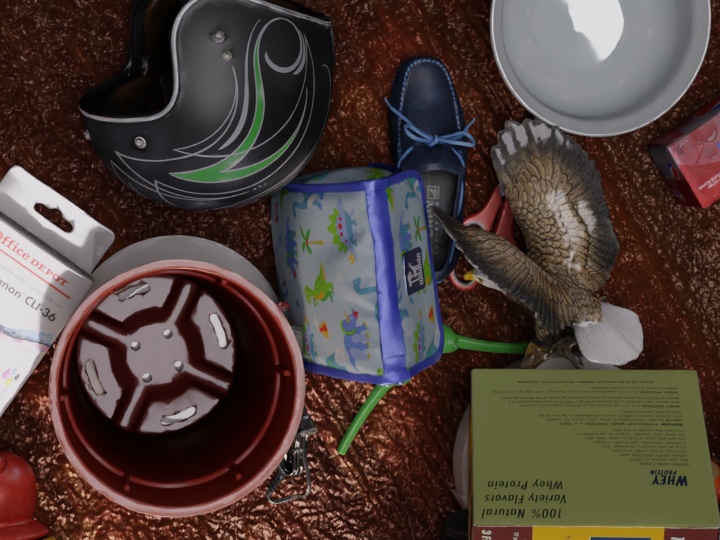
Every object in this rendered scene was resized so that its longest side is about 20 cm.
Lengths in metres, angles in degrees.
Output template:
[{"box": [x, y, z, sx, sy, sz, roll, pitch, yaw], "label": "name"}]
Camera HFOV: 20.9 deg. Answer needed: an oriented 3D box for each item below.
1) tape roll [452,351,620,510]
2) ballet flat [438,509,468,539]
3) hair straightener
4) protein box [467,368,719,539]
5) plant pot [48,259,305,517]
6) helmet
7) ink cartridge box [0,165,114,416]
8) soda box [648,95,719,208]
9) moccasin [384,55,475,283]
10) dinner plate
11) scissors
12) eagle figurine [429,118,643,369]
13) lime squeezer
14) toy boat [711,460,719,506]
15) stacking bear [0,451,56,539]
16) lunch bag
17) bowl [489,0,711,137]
[{"box": [0.183, 0.175, 1.783, 0.202, 0.037, 0.204, -1, 96, -12], "label": "tape roll"}, {"box": [0.160, 0.259, 1.709, 0.066, 0.199, 0.057, -44, 138, -43], "label": "ballet flat"}, {"box": [-0.067, 0.128, 1.680, 0.041, 0.077, 0.201, -8, 125, -19], "label": "hair straightener"}, {"box": [0.189, 0.196, 1.627, 0.197, 0.200, 0.135, 0, 125, 3], "label": "protein box"}, {"box": [-0.158, 0.082, 1.601, 0.200, 0.195, 0.202, -1, 96, -10], "label": "plant pot"}, {"box": [-0.125, -0.144, 1.614, 0.199, 0.200, 0.192, 18, 100, -12], "label": "helmet"}, {"box": [-0.306, 0.022, 1.652, 0.116, 0.067, 0.200, 35, 89, -11], "label": "ink cartridge box"}, {"box": [0.364, -0.139, 1.773, 0.200, 0.063, 0.070, -34, 100, -6], "label": "soda box"}, {"box": [0.069, -0.090, 1.713, 0.080, 0.068, 0.201, -8, 92, -6], "label": "moccasin"}, {"box": [-0.161, 0.070, 1.711, 0.199, 0.024, 0.201, -1, 95, -12], "label": "dinner plate"}, {"box": [0.127, -0.077, 1.756, 0.073, 0.014, 0.201, 10, 95, -10], "label": "scissors"}, {"box": [0.150, -0.005, 1.675, 0.150, 0.152, 0.201, -16, 127, 2], "label": "eagle figurine"}, {"box": [0.054, 0.089, 1.755, 0.199, 0.038, 0.071, -29, 132, -8], "label": "lime squeezer"}, {"box": [0.347, 0.205, 1.790, 0.130, 0.130, 0.201, 17, 93, 17], "label": "toy boat"}, {"box": [-0.306, 0.254, 1.661, 0.113, 0.121, 0.201, -8, 90, -8], "label": "stacking bear"}, {"box": [0.000, 0.000, 1.645, 0.127, 0.200, 0.171, -9, 97, -10], "label": "lunch bag"}, {"box": [0.200, -0.220, 1.718, 0.200, 0.090, 0.202, -1, 97, -11], "label": "bowl"}]
